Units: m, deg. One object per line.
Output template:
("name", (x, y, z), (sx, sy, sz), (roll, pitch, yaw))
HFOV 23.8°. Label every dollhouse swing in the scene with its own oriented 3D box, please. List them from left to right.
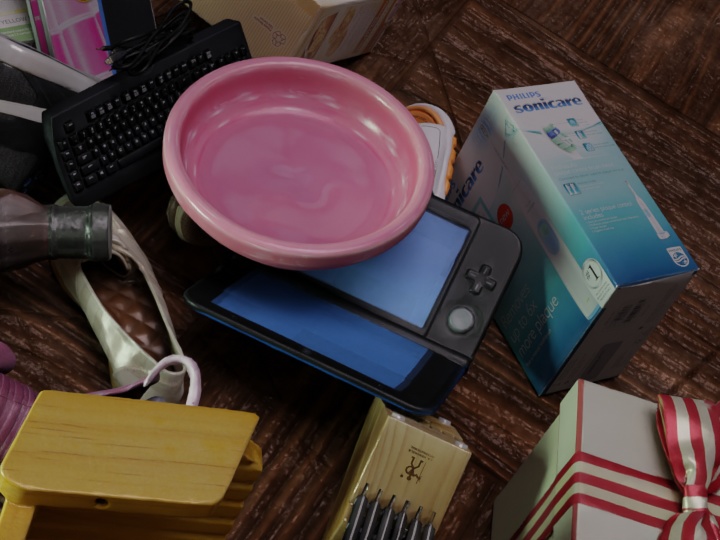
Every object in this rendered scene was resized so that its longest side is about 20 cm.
("dollhouse swing", (-0.155, 0.199, 0.981), (0.181, 0.200, 0.176), (8, 49, -18))

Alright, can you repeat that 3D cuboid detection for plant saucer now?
("plant saucer", (-0.047, -0.072, 1.254), (0.200, 0.051, 0.201), (7, 48, -8))

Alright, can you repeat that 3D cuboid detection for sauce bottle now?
("sauce bottle", (-0.273, -0.028, 1.184), (0.200, 0.066, 0.066), (-1, 51, -4))

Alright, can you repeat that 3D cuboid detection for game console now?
("game console", (0.000, 0.000, 1.248), (0.200, 0.118, 0.171), (25, 80, 9))

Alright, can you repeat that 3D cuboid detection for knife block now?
("knife block", (0.009, 0.183, 1.175), (0.064, 0.176, 0.200), (25, 2, -4))

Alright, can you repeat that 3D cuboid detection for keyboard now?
("keyboard", (-0.148, -0.131, 1.262), (0.200, 0.040, 0.104), (-36, 112, -39))

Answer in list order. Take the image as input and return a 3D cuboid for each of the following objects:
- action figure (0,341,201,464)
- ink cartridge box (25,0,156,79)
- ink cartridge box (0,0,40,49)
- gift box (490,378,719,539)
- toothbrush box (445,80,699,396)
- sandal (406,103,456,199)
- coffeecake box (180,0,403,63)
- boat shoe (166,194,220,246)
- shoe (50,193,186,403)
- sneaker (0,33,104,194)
("action figure", (-0.224, 0.101, 1.080), (0.200, 0.149, 0.134), (26, 51, -21))
("ink cartridge box", (-0.216, -0.223, 1.344), (0.095, 0.037, 0.200), (-17, 98, -33))
("ink cartridge box", (-0.296, -0.251, 1.403), (0.145, 0.048, 0.200), (-16, 63, -33))
("gift box", (0.203, 0.193, 1.156), (0.200, 0.187, 0.185), (13, 49, -12))
("toothbrush box", (0.155, -0.028, 1.346), (0.085, 0.147, 0.200), (-9, 58, -30))
("sandal", (0.030, -0.066, 1.360), (0.059, 0.079, 0.207), (37, 40, -35))
("coffeecake box", (-0.068, -0.245, 1.431), (0.153, 0.073, 0.200), (39, 24, 10))
("boat shoe", (-0.090, -0.088, 1.352), (0.075, 0.075, 0.202), (23, 43, 31))
("shoe", (-0.171, 0.015, 1.229), (0.070, 0.053, 0.200), (-11, 58, -30))
("sneaker", (-0.223, -0.095, 1.291), (0.200, 0.112, 0.073), (24, 7, -41))
